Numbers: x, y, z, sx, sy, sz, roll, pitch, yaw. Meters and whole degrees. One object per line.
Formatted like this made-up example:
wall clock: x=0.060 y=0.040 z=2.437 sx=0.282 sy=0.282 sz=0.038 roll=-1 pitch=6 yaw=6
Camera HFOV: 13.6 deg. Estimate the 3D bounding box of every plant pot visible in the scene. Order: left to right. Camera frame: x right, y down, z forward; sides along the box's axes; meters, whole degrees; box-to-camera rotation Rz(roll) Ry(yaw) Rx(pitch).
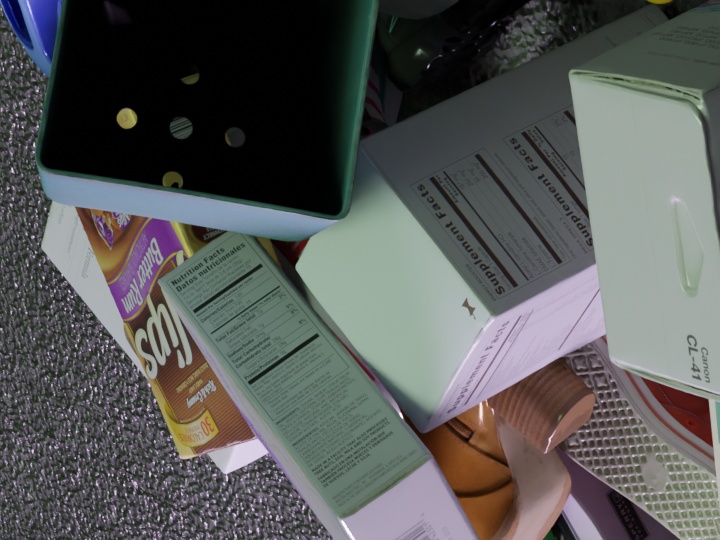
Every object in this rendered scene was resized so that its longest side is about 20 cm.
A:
plant pot: x=-0.076 y=-0.087 z=1.428 sx=0.200 sy=0.141 sz=0.142 roll=130 pitch=149 yaw=-79

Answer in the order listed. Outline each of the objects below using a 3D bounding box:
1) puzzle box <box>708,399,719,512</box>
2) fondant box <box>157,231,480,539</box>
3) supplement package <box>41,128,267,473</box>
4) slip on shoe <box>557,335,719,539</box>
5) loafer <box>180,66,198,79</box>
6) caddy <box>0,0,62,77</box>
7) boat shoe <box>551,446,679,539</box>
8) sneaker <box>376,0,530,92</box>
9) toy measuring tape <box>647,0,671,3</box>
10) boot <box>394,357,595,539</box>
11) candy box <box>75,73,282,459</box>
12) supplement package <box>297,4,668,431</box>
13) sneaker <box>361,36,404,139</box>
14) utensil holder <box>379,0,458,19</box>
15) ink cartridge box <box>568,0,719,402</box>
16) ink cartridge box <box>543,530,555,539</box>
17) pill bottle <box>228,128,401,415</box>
puzzle box: x=0.241 y=0.100 z=1.477 sx=0.132 sy=0.025 sz=0.201 roll=4 pitch=117 yaw=25
fondant box: x=-0.012 y=0.087 z=1.527 sx=0.200 sy=0.058 sz=0.144 roll=51 pitch=173 yaw=42
supplement package: x=-0.089 y=0.002 z=1.847 sx=0.200 sy=0.109 sz=0.114 roll=49 pitch=145 yaw=22
slip on shoe: x=0.152 y=0.077 z=1.589 sx=0.200 sy=0.061 sz=0.074 roll=41 pitch=131 yaw=20
loafer: x=-0.079 y=-0.158 z=1.759 sx=0.073 sy=0.071 sz=0.201 roll=43 pitch=142 yaw=29
caddy: x=-0.166 y=-0.202 z=1.819 sx=0.141 sy=0.105 sz=0.201 roll=41 pitch=141 yaw=33
boat shoe: x=0.123 y=0.118 z=1.673 sx=0.066 sy=0.070 sz=0.201 roll=-14 pitch=107 yaw=55
sneaker: x=0.054 y=-0.160 z=1.568 sx=0.080 sy=0.075 sz=0.200 roll=63 pitch=147 yaw=6
toy measuring tape: x=0.167 y=-0.220 z=1.398 sx=0.073 sy=0.073 sz=0.201 roll=28 pitch=111 yaw=42
boot: x=0.045 y=0.076 z=1.602 sx=0.144 sy=0.071 sz=0.202 roll=43 pitch=141 yaw=21
candy box: x=-0.096 y=0.000 z=1.701 sx=0.117 sy=0.056 sz=0.201 roll=-21 pitch=94 yaw=60
supplement package: x=0.088 y=-0.028 z=1.479 sx=0.110 sy=0.200 sz=0.114 roll=52 pitch=145 yaw=18
sneaker: x=-0.028 y=-0.096 z=1.618 sx=0.121 sy=0.083 sz=0.200 roll=45 pitch=-160 yaw=-28
utensil holder: x=-0.035 y=-0.224 z=1.486 sx=0.170 sy=0.199 sz=0.171 roll=-32 pitch=51 yaw=49
ink cartridge box: x=0.195 y=-0.051 z=1.325 sx=0.085 sy=0.200 sz=0.148 roll=17 pitch=124 yaw=49
ink cartridge box: x=0.054 y=0.144 z=1.739 sx=0.201 sy=0.109 sz=0.050 roll=64 pitch=156 yaw=0
pill bottle: x=0.000 y=0.000 z=1.717 sx=0.200 sy=0.112 sz=0.113 roll=48 pitch=144 yaw=25
